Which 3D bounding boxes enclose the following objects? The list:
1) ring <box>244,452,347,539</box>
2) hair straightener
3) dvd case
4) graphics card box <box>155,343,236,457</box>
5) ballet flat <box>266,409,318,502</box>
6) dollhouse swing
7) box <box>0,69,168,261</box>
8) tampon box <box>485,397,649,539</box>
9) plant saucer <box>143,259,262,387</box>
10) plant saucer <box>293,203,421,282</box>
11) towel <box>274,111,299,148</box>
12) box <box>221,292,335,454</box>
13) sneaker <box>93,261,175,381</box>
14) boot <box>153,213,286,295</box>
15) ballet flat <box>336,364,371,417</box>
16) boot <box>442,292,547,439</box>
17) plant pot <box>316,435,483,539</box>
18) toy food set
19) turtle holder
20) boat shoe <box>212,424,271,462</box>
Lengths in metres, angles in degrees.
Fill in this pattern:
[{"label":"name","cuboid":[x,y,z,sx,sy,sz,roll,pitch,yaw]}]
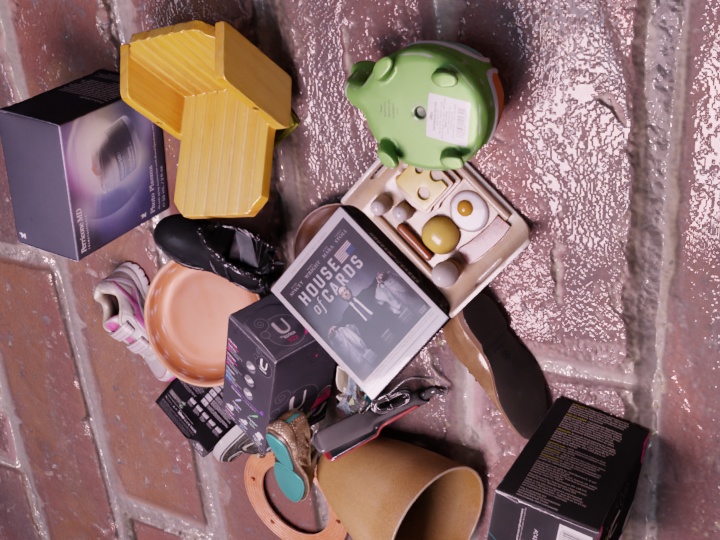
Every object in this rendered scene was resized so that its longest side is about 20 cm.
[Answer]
[{"label":"ring","cuboid":[-0.100,0.362,1.642,0.199,0.019,0.202,16,121,27]},{"label":"hair straightener","cuboid":[0.025,0.194,1.387,0.199,0.077,0.041,-25,56,10]},{"label":"dvd case","cuboid":[-0.002,0.040,1.304,0.200,0.025,0.150,46,108,14]},{"label":"graphics card box","cuboid":[-0.231,0.196,1.620,0.126,0.051,0.200,47,130,5]},{"label":"ballet flat","cuboid":[-0.086,0.258,1.437,0.070,0.065,0.200,34,152,21]},{"label":"dollhouse swing","cuboid":[-0.211,-0.182,1.296,0.199,0.177,0.182,1,158,40]},{"label":"box","cuboid":[-0.378,-0.149,1.436,0.123,0.198,0.201,17,123,27]},{"label":"tampon box","cuboid":[0.248,0.281,1.237,0.126,0.200,0.151,19,125,24]},{"label":"plant saucer","cuboid":[-0.225,0.070,1.518,0.199,0.037,0.202,2,96,20]},{"label":"plant saucer","cuboid":[0.000,0.000,1.367,0.199,0.032,0.201,15,121,27]},{"label":"towel","cuboid":[-0.166,-0.177,1.394,0.086,0.018,0.200,52,131,-2]},{"label":"box","cuboid":[-0.112,0.136,1.430,0.106,0.122,0.201,41,141,28]},{"label":"sneaker","cuboid":[-0.353,0.090,1.606,0.081,0.088,0.201,-38,82,41]},{"label":"boot","cuboid":[-0.196,-0.031,1.391,0.197,0.074,0.162,28,171,1]},{"label":"ballet flat","cuboid":[-0.004,0.139,1.399,0.074,0.074,0.201,31,141,17]},{"label":"boot","cuboid":[0.169,0.123,1.306,0.075,0.073,0.201,-23,97,59]},{"label":"plant pot","cuboid":[0.038,0.311,1.433,0.200,0.186,0.187,28,129,41]},{"label":"toy food set","cuboid":[0.088,-0.061,1.233,0.200,0.060,0.144,46,118,5]},{"label":"turtle holder","cuboid":[0.074,-0.185,1.150,0.185,0.132,0.142,-13,108,39]},{"label":"boat shoe","cuboid":[-0.160,0.256,1.586,0.064,0.071,0.200,53,130,9]}]
